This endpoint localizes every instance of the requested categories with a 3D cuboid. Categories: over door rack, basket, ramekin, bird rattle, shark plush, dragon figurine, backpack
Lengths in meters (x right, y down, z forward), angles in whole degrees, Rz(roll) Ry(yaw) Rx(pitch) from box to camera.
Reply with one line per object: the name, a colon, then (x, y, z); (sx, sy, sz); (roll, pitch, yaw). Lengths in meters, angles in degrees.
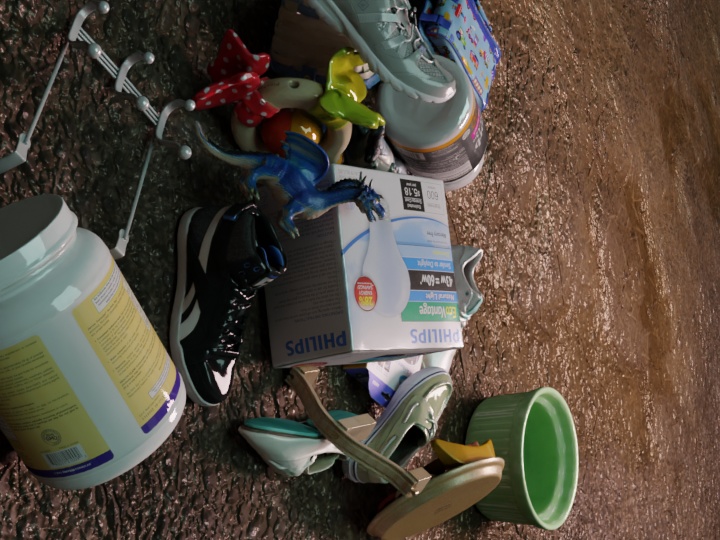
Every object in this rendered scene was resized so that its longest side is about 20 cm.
over door rack: (-0.226, -0.126, 1.027); (0.148, 0.066, 0.201); (50, 46, -40)
basket: (-0.028, -0.250, 1.304); (0.200, 0.139, 0.177); (101, 14, -47)
ramekin: (0.231, 0.270, 1.637); (0.200, 0.097, 0.201); (14, 74, -56)
bird rattle: (-0.077, -0.160, 1.191); (0.163, 0.199, 0.113); (99, -16, -54)
shark plush: (-0.003, -0.146, 1.315); (0.200, 0.090, 0.084); (-6, 84, -84)
dragon figurine: (-0.068, -0.101, 1.136); (0.200, 0.059, 0.100); (41, 80, -5)
backpack: (0.103, -0.312, 1.506); (0.183, 0.134, 0.200); (57, 39, -36)

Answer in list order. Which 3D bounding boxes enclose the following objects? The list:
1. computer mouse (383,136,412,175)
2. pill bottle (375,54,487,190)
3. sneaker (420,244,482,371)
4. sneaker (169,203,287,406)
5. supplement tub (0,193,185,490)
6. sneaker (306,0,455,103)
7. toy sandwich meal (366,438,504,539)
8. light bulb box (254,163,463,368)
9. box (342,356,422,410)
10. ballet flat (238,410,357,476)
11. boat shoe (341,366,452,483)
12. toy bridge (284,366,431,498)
computer mouse: (0.065, -0.068, 1.446); (0.110, 0.044, 0.201); (44, 26, -52)
pill bottle: (0.092, -0.172, 1.381); (0.200, 0.116, 0.117); (45, 46, -71)
sneaker: (0.122, 0.056, 1.513); (0.075, 0.088, 0.201); (35, 57, -51)
sneaker: (-0.125, 0.032, 1.115); (0.073, 0.112, 0.201); (4, 82, -56)
supplement tub: (-0.242, 0.056, 0.902); (0.146, 0.145, 0.200); (-54, 129, -46)
sneaker: (0.029, -0.251, 1.158); (0.200, 0.082, 0.075); (41, 23, -13)
toy sandwich meal: (0.087, 0.257, 1.376); (0.205, 0.205, 0.070); (11, 46, -56)
light bulb box: (0.000, 0.000, 1.269); (0.198, 0.125, 0.201); (2, 78, -48)
box: (0.037, 0.077, 1.426); (0.119, 0.041, 0.201); (43, 53, -45)
ballet flat: (-0.062, 0.193, 1.239); (0.200, 0.069, 0.070); (5, 81, -58)
boat shoe: (0.059, 0.191, 1.369); (0.200, 0.062, 0.072); (-43, 132, -36)
toy bridge: (-0.010, 0.172, 1.219); (0.067, 0.200, 0.027); (1, 126, -59)
